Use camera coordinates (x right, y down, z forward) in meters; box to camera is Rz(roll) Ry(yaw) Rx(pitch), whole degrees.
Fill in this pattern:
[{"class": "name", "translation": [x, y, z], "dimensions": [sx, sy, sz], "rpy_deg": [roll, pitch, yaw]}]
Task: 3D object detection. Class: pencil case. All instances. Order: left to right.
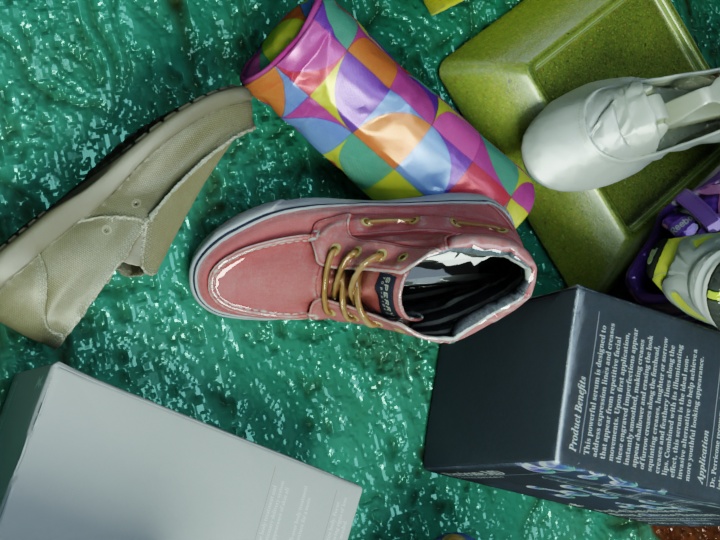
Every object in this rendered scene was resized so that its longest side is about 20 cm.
[{"class": "pencil case", "translation": [0.019, -0.084, 0.953], "dimensions": [0.200, 0.088, 0.089], "rpy_deg": [42, 66, -20]}]

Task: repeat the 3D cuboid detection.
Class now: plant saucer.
[{"class": "plant saucer", "translation": [0.181, -0.111, 1.063], "dimensions": [0.200, 0.048, 0.200], "rpy_deg": [-39, 101, -28]}]

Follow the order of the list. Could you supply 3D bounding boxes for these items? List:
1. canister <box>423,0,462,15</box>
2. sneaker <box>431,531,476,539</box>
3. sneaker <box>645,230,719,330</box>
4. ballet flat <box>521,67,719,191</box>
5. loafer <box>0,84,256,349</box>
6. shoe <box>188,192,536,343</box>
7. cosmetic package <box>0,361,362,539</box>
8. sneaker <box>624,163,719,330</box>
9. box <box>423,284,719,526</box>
[{"class": "canister", "translation": [0.064, -0.289, 1.004], "dimensions": [0.148, 0.086, 0.201], "rpy_deg": [-30, 96, -29]}, {"class": "sneaker", "translation": [0.074, 0.258, 0.944], "dimensions": [0.088, 0.075, 0.201], "rpy_deg": [-3, 93, -37]}, {"class": "sneaker", "translation": [0.260, 0.007, 0.962], "dimensions": [0.199, 0.076, 0.076], "rpy_deg": [16, 100, -43]}, {"class": "ballet flat", "translation": [0.195, -0.103, 1.004], "dimensions": [0.199, 0.069, 0.070], "rpy_deg": [-16, 90, -29]}, {"class": "loafer", "translation": [-0.131, -0.031, 0.869], "dimensions": [0.200, 0.076, 0.068], "rpy_deg": [-41, 103, -17]}, {"class": "shoe", "translation": [0.000, 0.000, 0.884], "dimensions": [0.199, 0.091, 0.072], "rpy_deg": [-7, 110, -5]}, {"class": "cosmetic package", "translation": [-0.110, 0.136, 0.847], "dimensions": [0.199, 0.090, 0.107], "rpy_deg": [26, 71, -20]}, {"class": "sneaker", "translation": [0.245, -0.038, 1.010], "dimensions": [0.088, 0.081, 0.201], "rpy_deg": [12, 121, -42]}, {"class": "box", "translation": [0.166, 0.093, 0.967], "dimensions": [0.199, 0.148, 0.108], "rpy_deg": [17, 74, -25]}]
